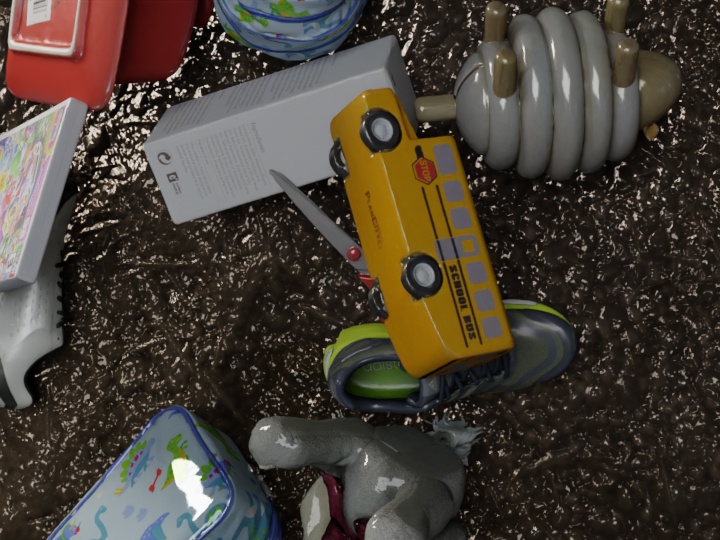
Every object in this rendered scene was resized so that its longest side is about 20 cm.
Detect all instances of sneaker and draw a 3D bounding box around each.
[{"bbox_3d":[-0.268,0.020,1.313,0.079,0.074,0.202,22,94,1],"label":"sneaker"},{"bbox_3d":[0.067,0.075,1.198,0.198,0.081,0.075,-12,107,8],"label":"sneaker"}]

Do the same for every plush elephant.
[{"bbox_3d":[0.007,0.196,1.184,0.164,0.199,0.156,32,115,27],"label":"plush elephant"}]

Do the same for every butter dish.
[{"bbox_3d":[-0.184,-0.226,1.277,0.199,0.147,0.202,15,98,52],"label":"butter dish"}]

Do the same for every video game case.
[{"bbox_3d":[-0.277,-0.050,1.257,0.018,0.199,0.145,21,73,-27],"label":"video game case"}]

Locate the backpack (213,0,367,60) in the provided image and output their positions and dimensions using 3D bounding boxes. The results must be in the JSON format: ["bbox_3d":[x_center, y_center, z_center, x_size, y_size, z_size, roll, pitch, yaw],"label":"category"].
[{"bbox_3d":[-0.052,-0.267,1.243,0.161,0.154,0.202,11,93,-8],"label":"backpack"}]

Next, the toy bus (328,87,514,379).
[{"bbox_3d":[0.041,-0.028,1.141,0.078,0.065,0.202,-10,78,-28],"label":"toy bus"}]

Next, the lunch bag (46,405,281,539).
[{"bbox_3d":[-0.160,0.213,1.224,0.200,0.082,0.161,-48,39,3],"label":"lunch bag"}]

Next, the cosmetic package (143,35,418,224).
[{"bbox_3d":[-0.058,-0.111,1.242,0.198,0.102,0.072,-17,110,12],"label":"cosmetic package"}]

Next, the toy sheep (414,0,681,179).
[{"bbox_3d":[0.138,-0.132,1.179,0.197,0.138,0.140,-2,84,0],"label":"toy sheep"}]

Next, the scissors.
[{"bbox_3d":[0.000,0.000,1.224,0.199,0.014,0.073,30,110,-11],"label":"scissors"}]
